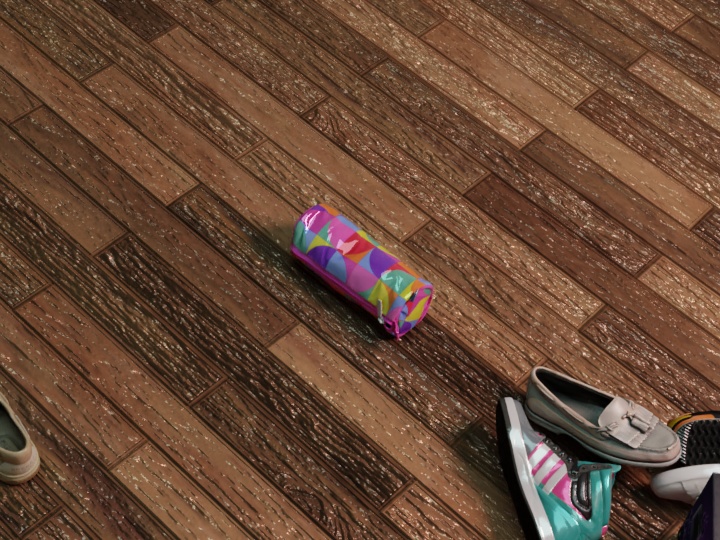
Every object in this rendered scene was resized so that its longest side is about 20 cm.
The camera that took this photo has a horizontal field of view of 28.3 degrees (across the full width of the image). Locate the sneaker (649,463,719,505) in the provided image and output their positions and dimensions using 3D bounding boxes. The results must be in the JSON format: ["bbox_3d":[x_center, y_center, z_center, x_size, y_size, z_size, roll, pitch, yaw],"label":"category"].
[{"bbox_3d":[0.433,0.268,1.631,0.199,0.073,0.085,2,71,7],"label":"sneaker"}]

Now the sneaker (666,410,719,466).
[{"bbox_3d":[0.459,0.193,1.687,0.199,0.070,0.090,2,9,-4],"label":"sneaker"}]

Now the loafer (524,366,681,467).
[{"bbox_3d":[0.277,0.169,1.658,0.200,0.063,0.072,19,42,33],"label":"loafer"}]

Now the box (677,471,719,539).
[{"bbox_3d":[0.391,0.340,1.524,0.079,0.141,0.200,9,51,3],"label":"box"}]

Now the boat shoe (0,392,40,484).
[{"bbox_3d":[-0.432,0.154,1.613,0.200,0.065,0.071,39,57,21],"label":"boat shoe"}]

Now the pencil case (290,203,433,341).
[{"bbox_3d":[0.000,0.000,1.782,0.200,0.088,0.088,38,56,23],"label":"pencil case"}]

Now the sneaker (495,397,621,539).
[{"bbox_3d":[0.232,0.227,1.627,0.120,0.084,0.200,-11,61,-9],"label":"sneaker"}]
